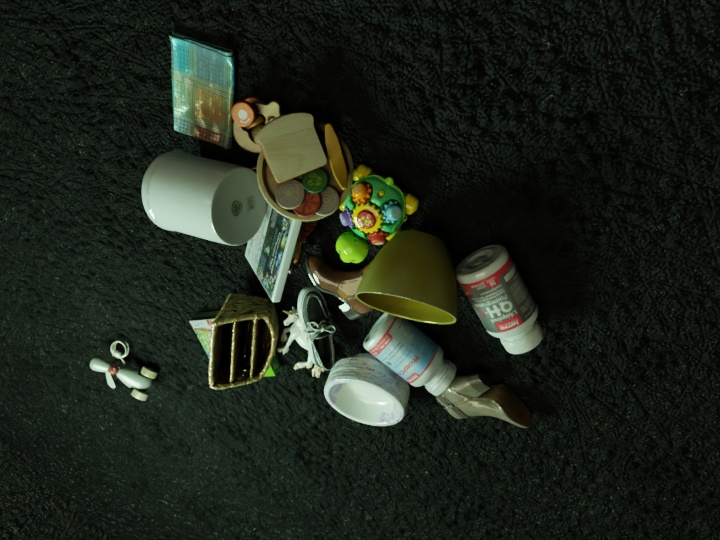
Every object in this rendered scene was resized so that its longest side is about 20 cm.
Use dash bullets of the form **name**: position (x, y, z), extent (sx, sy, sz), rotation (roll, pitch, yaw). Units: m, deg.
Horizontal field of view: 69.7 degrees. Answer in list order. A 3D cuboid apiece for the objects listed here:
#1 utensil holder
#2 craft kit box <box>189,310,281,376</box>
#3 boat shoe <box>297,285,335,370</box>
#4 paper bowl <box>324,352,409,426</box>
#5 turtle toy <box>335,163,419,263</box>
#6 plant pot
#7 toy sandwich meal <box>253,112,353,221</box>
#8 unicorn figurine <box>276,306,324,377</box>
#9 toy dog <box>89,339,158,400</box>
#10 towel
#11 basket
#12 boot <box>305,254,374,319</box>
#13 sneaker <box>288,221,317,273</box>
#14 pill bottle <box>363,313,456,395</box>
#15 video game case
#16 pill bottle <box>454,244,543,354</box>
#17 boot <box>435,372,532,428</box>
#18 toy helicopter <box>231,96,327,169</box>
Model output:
- **utensil holder**: position (-0.320, -0.148, 1.068), extent (0.198, 0.170, 0.172), rotation (16, 126, 30)
- **craft kit box**: position (-0.336, 0.198, 1.393), extent (0.198, 0.049, 0.199), rotation (-8, 119, 27)
- **boat shoe**: position (-0.098, 0.137, 1.208), extent (0.068, 0.073, 0.202), rotation (20, 116, 62)
- **paper bowl**: position (0.021, 0.276, 1.236), extent (0.198, 0.105, 0.202), rotation (13, 138, 12)
- **turtle toy**: position (0.016, -0.101, 1.024), extent (0.145, 0.101, 0.201), rotation (31, 126, 2)
- **plant pot**: position (0.103, 0.007, 0.999), extent (0.198, 0.143, 0.200), rotation (15, 167, 4)
- **toy sandwich meal**: position (-0.105, -0.193, 0.957), extent (0.203, 0.070, 0.208), rotation (0, 93, -2)
- **unicorn figurine**: position (-0.147, 0.171, 1.287), extent (0.199, 0.074, 0.137), rotation (37, 118, -20)
- **toy dog**: position (-0.719, 0.317, 1.596), extent (0.200, 0.132, 0.096), rotation (47, 164, -4)
- **towel**: position (-0.323, -0.362, 1.057), extent (0.145, 0.022, 0.202), rotation (20, 125, 11)
- **basket**: position (-0.276, 0.179, 1.244), extent (0.141, 0.149, 0.202), rotation (10, 115, -2)
- **boot**: position (0.000, 0.000, 1.116), extent (0.199, 0.069, 0.189), rotation (-34, 98, 32)
- **sneaker**: position (-0.150, -0.097, 1.110), extent (0.082, 0.077, 0.202), rotation (40, 117, 38)
- **pill bottle**: position (0.113, 0.186, 1.155), extent (0.199, 0.109, 0.109), rotation (38, 127, -3)
- **video game case**: position (-0.189, -0.067, 1.097), extent (0.182, 0.023, 0.202), rotation (50, 130, 43)
- **pill bottle**: position (0.276, 0.060, 1.008), extent (0.110, 0.111, 0.201), rotation (-23, 108, 32)
- **boot**: position (0.277, 0.312, 1.198), extent (0.200, 0.070, 0.146), rotation (43, 132, -5)
- **toy helicopter**: position (-0.153, -0.264, 1.017), extent (0.197, 0.079, 0.134), rotation (6, 116, 5)
